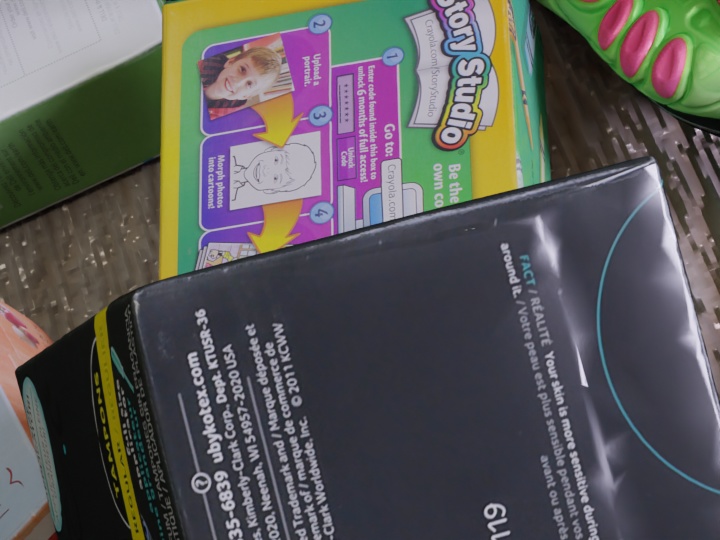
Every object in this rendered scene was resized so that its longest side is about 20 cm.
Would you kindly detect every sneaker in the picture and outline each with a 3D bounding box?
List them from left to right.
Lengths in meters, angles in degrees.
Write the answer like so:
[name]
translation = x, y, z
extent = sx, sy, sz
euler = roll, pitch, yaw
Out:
[sneaker]
translation = 0.098, -0.096, 0.980
extent = 0.077, 0.084, 0.200
euler = -40, 38, 12

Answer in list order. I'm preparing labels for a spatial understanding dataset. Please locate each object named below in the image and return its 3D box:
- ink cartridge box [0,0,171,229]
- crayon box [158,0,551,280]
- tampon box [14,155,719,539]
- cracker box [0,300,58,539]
[ink cartridge box]
translation = -0.161, -0.062, 1.042
extent = 0.199, 0.059, 0.104
euler = -25, 56, 2
[crayon box]
translation = 0.000, 0.000, 0.914
extent = 0.118, 0.058, 0.201
euler = -9, 58, 12
[tampon box]
translation = 0.002, 0.071, 0.721
extent = 0.126, 0.200, 0.151
euler = -14, 86, -15
[cracker box]
translation = -0.157, 0.112, 0.883
extent = 0.200, 0.058, 0.134
euler = -48, 37, 8
